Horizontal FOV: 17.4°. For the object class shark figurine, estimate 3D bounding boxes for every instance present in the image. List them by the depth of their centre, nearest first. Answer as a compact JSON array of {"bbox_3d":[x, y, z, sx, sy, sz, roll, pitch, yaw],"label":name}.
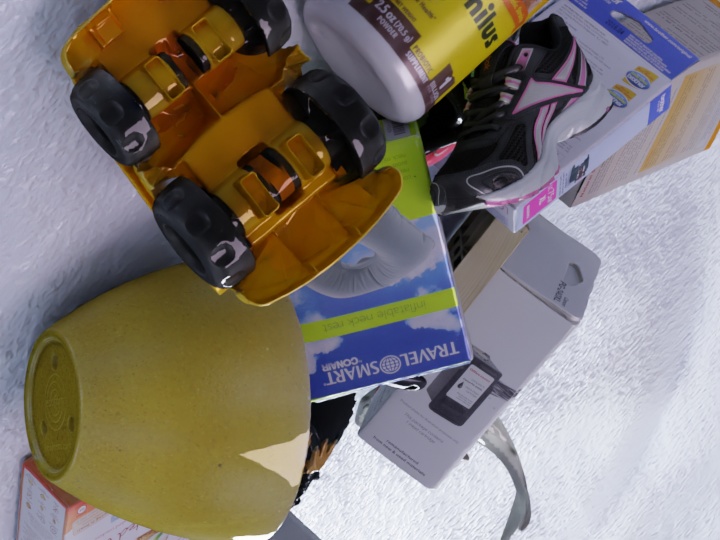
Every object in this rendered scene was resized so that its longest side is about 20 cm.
[{"bbox_3d":[0.081,0.143,2.092,0.089,0.214,0.128,-20,-141,50],"label":"shark figurine"}]

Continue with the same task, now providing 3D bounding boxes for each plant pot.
[{"bbox_3d":[-0.141,0.088,1.577,0.142,0.200,0.200,0,131,-30],"label":"plant pot"}]

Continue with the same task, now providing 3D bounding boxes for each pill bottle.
[{"bbox_3d":[0.066,-0.198,1.557,0.200,0.109,0.109,-43,155,-11],"label":"pill bottle"}]

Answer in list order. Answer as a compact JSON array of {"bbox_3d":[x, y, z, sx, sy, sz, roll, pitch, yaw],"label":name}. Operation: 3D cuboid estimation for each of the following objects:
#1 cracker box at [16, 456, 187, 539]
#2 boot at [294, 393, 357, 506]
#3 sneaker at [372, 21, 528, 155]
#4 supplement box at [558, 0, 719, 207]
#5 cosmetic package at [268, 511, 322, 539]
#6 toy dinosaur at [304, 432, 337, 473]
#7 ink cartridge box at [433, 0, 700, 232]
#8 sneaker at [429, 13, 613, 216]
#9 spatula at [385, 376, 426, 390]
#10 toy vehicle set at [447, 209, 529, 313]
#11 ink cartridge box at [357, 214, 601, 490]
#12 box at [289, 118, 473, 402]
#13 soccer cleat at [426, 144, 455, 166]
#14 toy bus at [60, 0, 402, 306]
[{"bbox_3d":[-0.190,0.190,1.770,0.134,0.058,0.200,-31,151,-33],"label":"cracker box"},{"bbox_3d":[-0.052,0.129,1.822,0.162,0.073,0.198,-50,172,-44],"label":"boot"},{"bbox_3d":[0.061,-0.136,1.639,0.200,0.087,0.074,-44,125,-11],"label":"sneaker"},{"bbox_3d":[0.230,-0.143,1.942,0.200,0.074,0.126,-22,145,-44],"label":"supplement box"},{"bbox_3d":[-0.105,0.305,1.946,0.200,0.166,0.167,-42,154,-15],"label":"cosmetic package"},{"bbox_3d":[-0.078,0.118,1.694,0.060,0.106,0.200,-27,138,-48],"label":"toy dinosaur"},{"bbox_3d":[0.146,-0.128,1.775,0.200,0.119,0.042,-40,153,-18],"label":"ink cartridge box"},{"bbox_3d":[0.095,-0.108,1.585,0.200,0.080,0.086,-49,120,-51],"label":"sneaker"},{"bbox_3d":[-0.032,0.066,1.731,0.200,0.021,0.057,11,152,-34],"label":"spatula"},{"bbox_3d":[0.082,-0.005,1.853,0.124,0.027,0.200,-52,-176,7],"label":"toy vehicle set"},{"bbox_3d":[0.098,0.059,1.923,0.200,0.083,0.145,-51,-176,25],"label":"ink cartridge box"},{"bbox_3d":[0.002,0.002,1.607,0.122,0.048,0.200,-14,116,2],"label":"box"},{"bbox_3d":[0.003,-0.072,1.713,0.200,0.067,0.076,-46,-173,-16],"label":"soccer cleat"},{"bbox_3d":[-0.094,-0.084,1.436,0.136,0.200,0.192,-40,-170,-14],"label":"toy bus"}]
